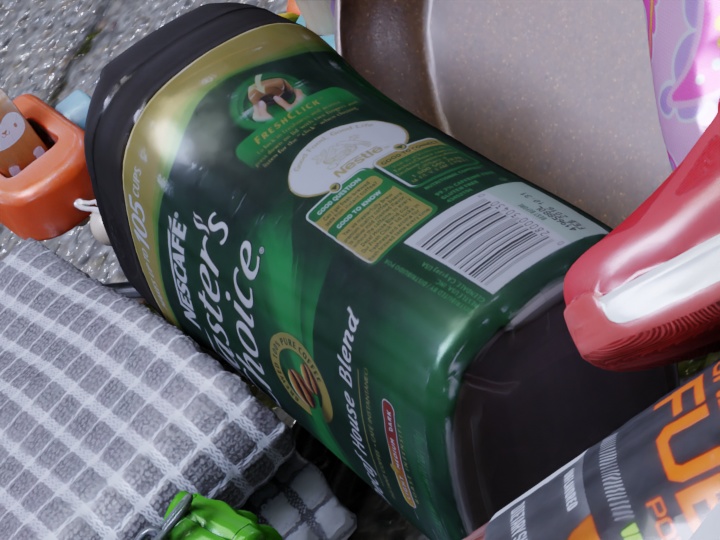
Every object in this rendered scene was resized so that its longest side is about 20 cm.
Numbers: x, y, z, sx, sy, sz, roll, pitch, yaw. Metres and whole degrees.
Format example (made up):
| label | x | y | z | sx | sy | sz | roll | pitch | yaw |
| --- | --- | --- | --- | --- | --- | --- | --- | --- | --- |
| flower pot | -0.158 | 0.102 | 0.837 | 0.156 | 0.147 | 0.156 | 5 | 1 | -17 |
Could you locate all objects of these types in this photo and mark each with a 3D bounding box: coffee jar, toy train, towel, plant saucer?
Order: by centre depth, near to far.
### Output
| label | x | y | z | sx | sy | sz | roll | pitch | yaw |
| --- | --- | --- | --- | --- | --- | --- | --- | --- | --- |
| coffee jar | 0.000 | 0.000 | 0.833 | 0.085 | 0.105 | 0.200 | -32 | 42 | -20 |
| plant saucer | 0.079 | -0.082 | 0.866 | 0.199 | 0.034 | 0.202 | -2 | 87 | 39 |
| towel | -0.116 | 0.080 | 0.896 | 0.166 | 0.086 | 0.200 | -45 | 32 | -10 |
| toy train | -0.059 | -0.072 | 0.993 | 0.200 | 0.056 | 0.150 | -37 | 36 | -9 |

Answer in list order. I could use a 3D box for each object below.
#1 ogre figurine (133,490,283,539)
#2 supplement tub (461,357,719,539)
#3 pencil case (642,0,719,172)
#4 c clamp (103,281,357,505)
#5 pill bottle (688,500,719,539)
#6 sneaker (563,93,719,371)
| label | x | y | z | sx | sy | sz | roll | pitch | yaw |
| --- | --- | --- | --- | --- | --- | --- | --- | --- | --- |
| ogre figurine | -0.018 | 0.162 | 0.717 | 0.120 | 0.200 | 0.098 | -51 | -16 | 11 |
| supplement tub | 0.123 | 0.056 | 0.658 | 0.200 | 0.107 | 0.107 | -37 | 31 | 15 |
| pencil case | 0.118 | -0.082 | 0.761 | 0.087 | 0.087 | 0.201 | -12 | 81 | 44 |
| c clamp | -0.057 | 0.067 | 0.957 | 0.170 | 0.027 | 0.201 | -15 | 40 | 35 |
| pill bottle | 0.150 | 0.113 | 0.511 | 0.199 | 0.112 | 0.112 | 24 | 70 | 35 |
| sneaker | 0.117 | -0.067 | 0.685 | 0.199 | 0.116 | 0.078 | -31 | -13 | 2 |
